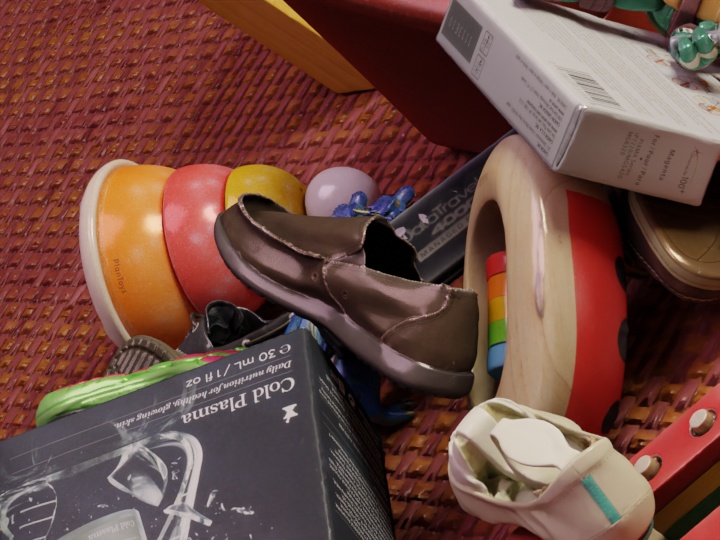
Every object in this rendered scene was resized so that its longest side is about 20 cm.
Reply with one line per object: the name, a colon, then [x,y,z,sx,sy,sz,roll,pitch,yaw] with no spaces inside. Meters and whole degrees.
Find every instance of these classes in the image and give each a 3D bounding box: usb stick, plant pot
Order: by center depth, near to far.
usb stick: [0.053,-0.024,1.698,0.200,0.033,0.056,-38,62,-6]
plant pot: [0.098,-0.184,1.787,0.200,0.200,0.176,-53,38,-5]

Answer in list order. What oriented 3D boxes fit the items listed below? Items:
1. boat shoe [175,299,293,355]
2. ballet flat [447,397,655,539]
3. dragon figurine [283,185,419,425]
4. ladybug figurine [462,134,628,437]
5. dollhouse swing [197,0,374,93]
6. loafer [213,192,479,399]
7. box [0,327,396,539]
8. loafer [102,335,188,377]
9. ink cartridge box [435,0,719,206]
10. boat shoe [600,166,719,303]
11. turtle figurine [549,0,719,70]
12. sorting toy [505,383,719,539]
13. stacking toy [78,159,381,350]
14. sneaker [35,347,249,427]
boat shoe: [-0.080,0.050,1.853,0.070,0.067,0.200,-23,7,-38]
ballet flat: [0.082,0.093,1.432,0.070,0.069,0.200,-54,21,-9]
dragon figurine: [-0.010,0.046,1.743,0.059,0.099,0.201,-1,55,57]
ladybug figurine: [0.102,0.026,1.578,0.136,0.072,0.201,140,132,-72]
dollhouse swing: [0.014,-0.253,2.028,0.201,0.181,0.176,-60,8,-21]
loafer: [0.000,0.000,1.619,0.200,0.073,0.071,32,105,35]
box: [-0.086,0.168,1.589,0.199,0.124,0.197,-21,47,12]
loafer: [-0.094,0.106,1.793,0.200,0.067,0.076,38,97,47]
ink cartridge box: [0.154,-0.092,1.609,0.044,0.173,0.200,-68,25,18]
boat shoe: [0.167,-0.026,1.616,0.200,0.072,0.072,-110,32,-59]
turtle figurine: [0.194,-0.165,1.646,0.101,0.199,0.150,105,-175,-59]
sorting toy: [0.143,0.161,1.395,0.199,0.070,0.200,-42,28,16]
stacking toy: [-0.075,-0.021,1.942,0.199,0.146,0.147,-14,41,22]
sneaker: [-0.103,0.094,1.719,0.199,0.077,0.084,-15,87,37]
